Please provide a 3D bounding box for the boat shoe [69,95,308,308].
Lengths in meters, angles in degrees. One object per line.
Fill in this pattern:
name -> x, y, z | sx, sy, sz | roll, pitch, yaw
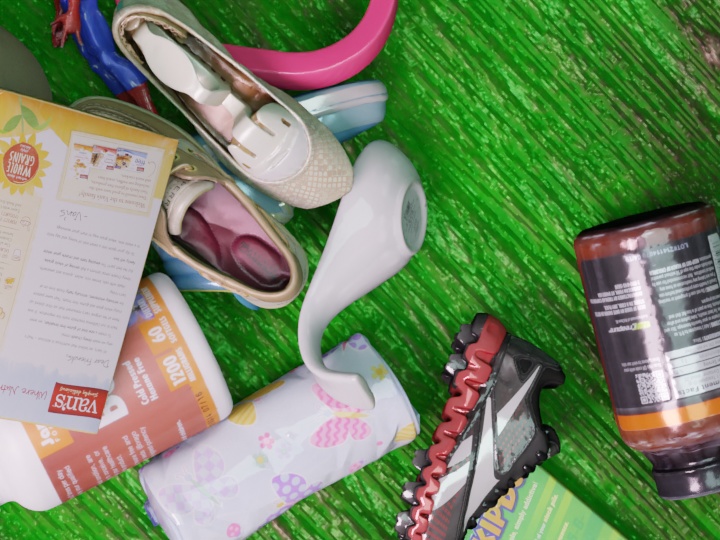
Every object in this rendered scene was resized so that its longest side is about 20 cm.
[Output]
boat shoe -> -0.115, -0.048, 1.530 | 0.200, 0.066, 0.074 | 34, 89, -5

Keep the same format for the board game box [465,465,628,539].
board game box -> 0.136, 0.208, 1.668 | 0.200, 0.030, 0.096 | 40, 83, -10

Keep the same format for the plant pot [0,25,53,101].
plant pot -> -0.282, -0.098, 1.525 | 0.134, 0.200, 0.201 | -19, 95, -45

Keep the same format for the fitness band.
fitness band -> -0.072, -0.197, 1.591 | 0.199, 0.037, 0.144 | 8, 73, 7

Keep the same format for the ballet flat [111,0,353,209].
ballet flat -> -0.090, -0.106, 1.531 | 0.200, 0.062, 0.068 | 40, 103, -4

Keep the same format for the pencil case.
pencil case -> -0.056, 0.128, 1.605 | 0.200, 0.083, 0.091 | -33, 101, -8

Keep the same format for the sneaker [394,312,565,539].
sneaker -> 0.085, 0.135, 1.611 | 0.097, 0.071, 0.201 | 21, 83, 0

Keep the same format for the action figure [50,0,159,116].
action figure -> -0.193, -0.175, 1.587 | 0.051, 0.065, 0.201 | -23, 96, -13

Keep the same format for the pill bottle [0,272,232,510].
pill bottle -> -0.197, 0.093, 1.563 | 0.199, 0.112, 0.113 | -28, 95, -9

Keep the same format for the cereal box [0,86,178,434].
cereal box -> -0.204, -0.005, 1.446 | 0.143, 0.039, 0.201 | 15, 93, -41

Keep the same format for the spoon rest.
spoon rest -> 0.000, 0.000, 1.589 | 0.060, 0.100, 0.201 | 0, 55, 23

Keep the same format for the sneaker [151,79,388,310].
sneaker -> -0.058, -0.048, 1.608 | 0.199, 0.080, 0.131 | -22, 95, -3

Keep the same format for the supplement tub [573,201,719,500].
supplement tub -> 0.223, 0.058, 1.643 | 0.106, 0.107, 0.201 | -14, 94, -10
